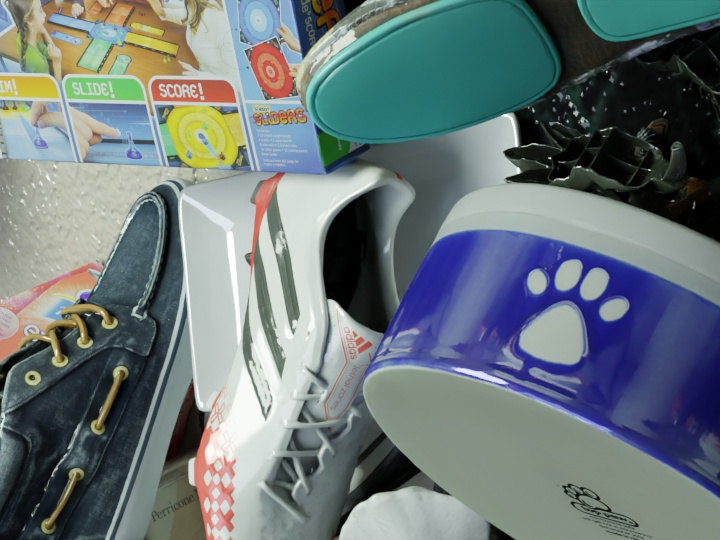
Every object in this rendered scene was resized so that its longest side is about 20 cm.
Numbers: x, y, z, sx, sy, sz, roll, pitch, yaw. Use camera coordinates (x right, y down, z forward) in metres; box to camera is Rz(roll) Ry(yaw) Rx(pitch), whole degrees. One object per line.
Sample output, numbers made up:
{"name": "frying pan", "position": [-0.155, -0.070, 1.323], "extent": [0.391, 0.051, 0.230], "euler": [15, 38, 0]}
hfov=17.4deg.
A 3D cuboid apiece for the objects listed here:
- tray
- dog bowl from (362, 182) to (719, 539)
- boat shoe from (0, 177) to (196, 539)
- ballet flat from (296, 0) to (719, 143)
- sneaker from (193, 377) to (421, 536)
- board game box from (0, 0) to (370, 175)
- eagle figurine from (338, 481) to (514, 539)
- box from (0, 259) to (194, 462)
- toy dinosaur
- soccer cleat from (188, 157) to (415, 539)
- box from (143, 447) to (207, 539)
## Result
{"name": "tray", "position": [0.000, 0.000, 1.046], "extent": [0.199, 0.022, 0.108], "euler": [-11, 83, 39]}
{"name": "dog bowl", "position": [0.103, 0.056, 0.872], "extent": [0.199, 0.079, 0.200], "euler": [27, 162, 9]}
{"name": "boat shoe", "position": [-0.132, 0.042, 1.136], "extent": [0.071, 0.090, 0.202], "euler": [-4, 69, 55]}
{"name": "ballet flat", "position": [0.071, -0.103, 0.861], "extent": [0.199, 0.072, 0.073], "euler": [-18, 97, 15]}
{"name": "sneaker", "position": [-0.026, 0.062, 1.109], "extent": [0.116, 0.075, 0.200], "euler": [56, 144, 7]}
{"name": "board game box", "position": [-0.095, -0.113, 1.019], "extent": [0.199, 0.034, 0.136], "euler": [5, 115, 37]}
{"name": "eagle figurine", "position": [0.069, 0.187, 1.014], "extent": [0.152, 0.150, 0.201], "euler": [112, 145, -50]}
{"name": "box", "position": [-0.168, 0.108, 1.279], "extent": [0.095, 0.102, 0.201], "euler": [42, 136, 24]}
{"name": "toy dinosaur", "position": [0.132, -0.019, 0.889], "extent": [0.199, 0.102, 0.136], "euler": [-5, 129, 35]}
{"name": "soccer cleat", "position": [-0.020, 0.049, 0.994], "extent": [0.085, 0.068, 0.202], "euler": [1, 80, 53]}
{"name": "box", "position": [-0.066, 0.196, 1.215], "extent": [0.078, 0.095, 0.201], "euler": [-18, 97, 52]}
